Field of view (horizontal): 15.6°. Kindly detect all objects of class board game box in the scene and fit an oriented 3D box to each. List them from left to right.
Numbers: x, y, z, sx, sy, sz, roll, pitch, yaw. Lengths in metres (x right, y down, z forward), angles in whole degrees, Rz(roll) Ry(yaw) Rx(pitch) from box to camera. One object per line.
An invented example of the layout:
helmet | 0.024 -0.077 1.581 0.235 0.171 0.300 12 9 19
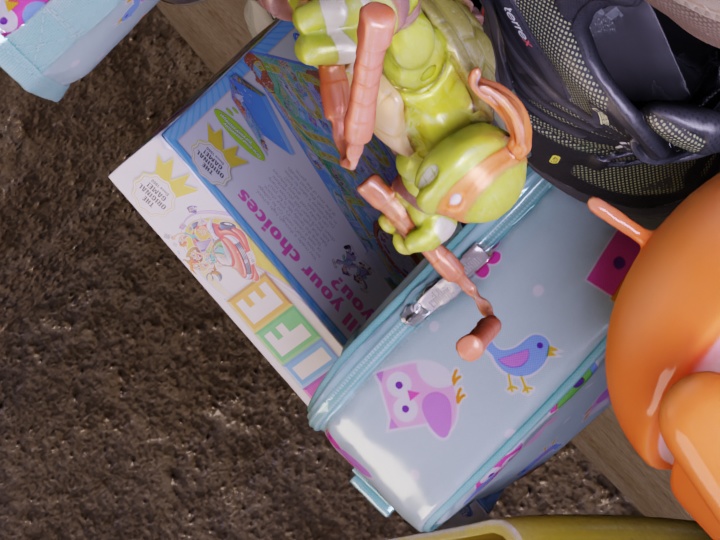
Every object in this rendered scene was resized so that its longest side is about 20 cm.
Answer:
board game box | 0.000 0.000 1.089 0.200 0.034 0.134 50 -145 -7

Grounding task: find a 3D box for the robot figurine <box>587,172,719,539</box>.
robot figurine | 0.147 0.044 0.723 0.200 0.144 0.117 47 161 23

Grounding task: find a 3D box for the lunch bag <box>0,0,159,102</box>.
lunch bag | -0.086 -0.158 0.888 0.122 0.170 0.200 48 -177 -31

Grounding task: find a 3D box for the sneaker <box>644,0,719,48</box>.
sneaker | 0.045 -0.106 0.611 0.200 0.070 0.076 47 179 32

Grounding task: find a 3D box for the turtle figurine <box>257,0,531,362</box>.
turtle figurine | 0.000 -0.071 0.718 0.161 0.064 0.200 54 178 23

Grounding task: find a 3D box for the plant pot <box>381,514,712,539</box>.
plant pot | 0.084 0.189 1.005 0.200 0.176 0.200 -18 81 54

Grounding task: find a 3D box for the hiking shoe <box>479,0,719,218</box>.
hiking shoe | 0.080 -0.055 0.765 0.101 0.076 0.200 50 179 33

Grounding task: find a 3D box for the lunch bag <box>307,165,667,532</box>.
lunch bag | 0.064 0.018 0.954 0.077 0.160 0.200 49 -166 10

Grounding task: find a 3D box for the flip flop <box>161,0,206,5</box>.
flip flop | -0.058 -0.164 1.057 0.058 0.081 0.200 59 -170 -33

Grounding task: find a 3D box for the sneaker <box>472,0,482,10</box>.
sneaker | 0.019 -0.107 0.884 0.200 0.078 0.070 -119 20 -63

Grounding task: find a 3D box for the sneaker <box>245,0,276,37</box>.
sneaker | -0.023 -0.148 1.265 0.088 0.076 0.200 29 173 29
